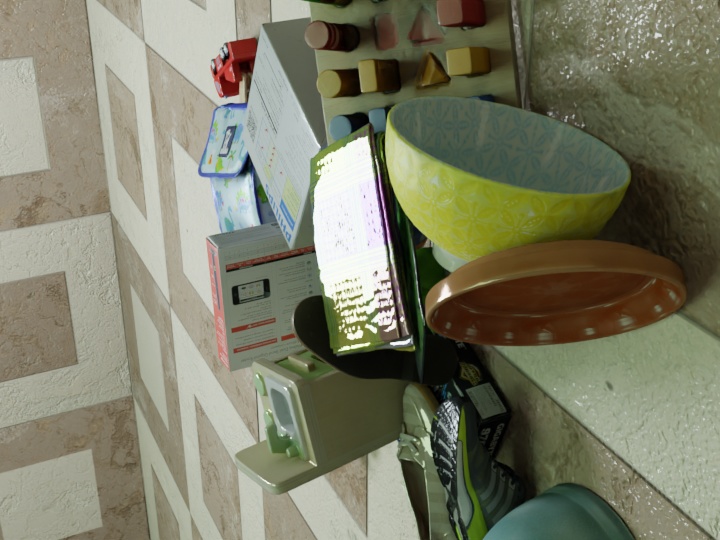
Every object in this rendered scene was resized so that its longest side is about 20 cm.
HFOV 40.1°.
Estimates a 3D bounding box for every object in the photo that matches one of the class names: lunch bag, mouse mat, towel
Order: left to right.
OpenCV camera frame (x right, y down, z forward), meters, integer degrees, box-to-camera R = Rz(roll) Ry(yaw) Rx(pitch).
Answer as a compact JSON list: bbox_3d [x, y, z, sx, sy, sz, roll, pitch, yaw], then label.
[{"bbox_3d":[-0.154,-0.147,1.454,0.169,0.126,0.203,11,114,57],"label":"lunch bag"},{"bbox_3d":[-0.002,-0.020,0.915,0.143,0.022,0.203,-17,81,59],"label":"towel"},{"bbox_3d":[0.043,-0.013,0.887,0.161,0.007,0.203,84,180,-67],"label":"mouse mat"}]

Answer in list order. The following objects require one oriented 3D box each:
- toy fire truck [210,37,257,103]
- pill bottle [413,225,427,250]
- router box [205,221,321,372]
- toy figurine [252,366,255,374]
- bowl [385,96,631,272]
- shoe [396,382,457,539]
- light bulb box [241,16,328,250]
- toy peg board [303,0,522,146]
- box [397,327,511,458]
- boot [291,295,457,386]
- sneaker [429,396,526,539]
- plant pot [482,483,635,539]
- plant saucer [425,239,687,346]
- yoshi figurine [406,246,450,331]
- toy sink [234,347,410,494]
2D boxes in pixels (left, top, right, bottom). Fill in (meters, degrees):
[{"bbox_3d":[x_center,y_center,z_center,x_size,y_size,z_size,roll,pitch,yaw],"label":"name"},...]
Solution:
[{"bbox_3d":[-0.183,-0.290,1.570,0.200,0.048,0.143,167,90,-68],"label":"toy fire truck"},{"bbox_3d":[0.037,-0.117,1.059,0.202,0.111,0.113,100,148,-43],"label":"pill bottle"},{"bbox_3d":[-0.103,0.025,1.342,0.049,0.197,0.182,37,134,55],"label":"router box"},{"bbox_3d":[-0.051,0.200,1.435,0.199,0.149,0.186,26,138,44],"label":"toy figurine"},{"bbox_3d":[0.107,-0.055,0.796,0.200,0.197,0.109,48,134,50],"label":"bowl"},{"bbox_3d":[0.075,0.224,1.092,0.070,0.053,0.203,-15,88,66],"label":"shoe"},{"bbox_3d":[-0.050,-0.170,1.219,0.200,0.123,0.201,65,155,27],"label":"light bulb box"},{"bbox_3d":[0.034,-0.201,0.902,0.197,0.098,0.203,-4,98,25],"label":"toy peg board"},{"bbox_3d":[0.096,0.170,1.144,0.202,0.045,0.160,102,148,-44],"label":"box"},{"bbox_3d":[0.003,0.078,1.027,0.075,0.198,0.075,-2,70,56],"label":"boot"},{"bbox_3d":[0.126,0.214,1.028,0.074,0.080,0.203,-134,27,-61],"label":"sneaker"},{"bbox_3d":[0.169,0.320,0.934,0.200,0.132,0.204,168,90,-68],"label":"plant pot"},{"bbox_3d":[0.148,0.018,0.762,0.200,0.197,0.033,136,135,-63],"label":"plant saucer"},{"bbox_3d":[0.093,-0.003,1.007,0.200,0.111,0.114,118,150,-60],"label":"yoshi figurine"},{"bbox_3d":[-0.051,0.153,1.142,0.130,0.198,0.114,12,119,61],"label":"toy sink"}]
